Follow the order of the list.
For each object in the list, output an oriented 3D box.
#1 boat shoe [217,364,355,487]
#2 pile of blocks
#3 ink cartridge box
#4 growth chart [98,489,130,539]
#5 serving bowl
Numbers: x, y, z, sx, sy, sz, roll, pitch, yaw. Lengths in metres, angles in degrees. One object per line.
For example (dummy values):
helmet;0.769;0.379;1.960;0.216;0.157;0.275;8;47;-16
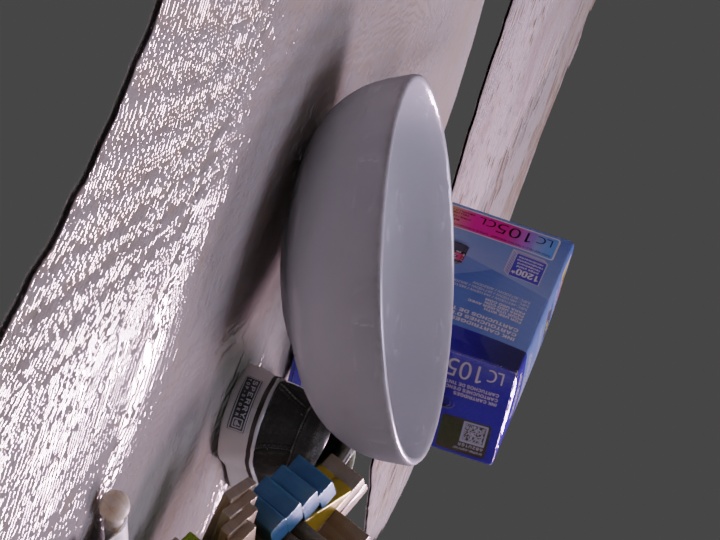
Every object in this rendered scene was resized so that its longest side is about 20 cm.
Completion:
boat shoe;-0.036;0.099;1.363;0.200;0.064;0.071;60;50;-82
pile of blocks;-0.042;0.145;1.207;0.200;0.062;0.082;-32;154;-49
ink cartridge box;0.041;0.037;1.497;0.200;0.136;0.076;-61;167;-56
growth chart;-0.137;0.200;1.037;0.145;0.018;0.200;93;17;-66
serving bowl;0.000;0.000;1.256;0.200;0.066;0.200;0;90;-78
